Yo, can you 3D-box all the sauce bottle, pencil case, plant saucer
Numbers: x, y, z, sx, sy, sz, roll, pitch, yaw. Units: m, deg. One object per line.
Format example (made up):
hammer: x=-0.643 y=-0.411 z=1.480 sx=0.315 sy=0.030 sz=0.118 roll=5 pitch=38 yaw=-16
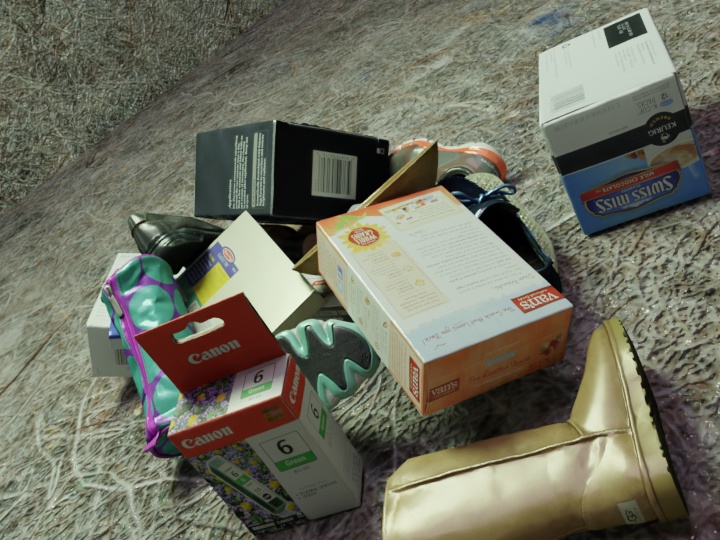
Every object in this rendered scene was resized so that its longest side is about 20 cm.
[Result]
sauce bottle: x=-0.123 y=-0.033 z=1.071 sx=0.197 sy=0.066 sz=0.065 roll=1 pitch=40 yaw=48
pencil case: x=-0.213 y=0.089 z=0.811 sx=0.085 sy=0.091 sz=0.203 roll=-40 pitch=63 yaw=27
plant saucer: x=0.013 y=-0.054 z=0.789 sx=0.199 sy=0.036 sz=0.200 roll=-41 pitch=5 yaw=4

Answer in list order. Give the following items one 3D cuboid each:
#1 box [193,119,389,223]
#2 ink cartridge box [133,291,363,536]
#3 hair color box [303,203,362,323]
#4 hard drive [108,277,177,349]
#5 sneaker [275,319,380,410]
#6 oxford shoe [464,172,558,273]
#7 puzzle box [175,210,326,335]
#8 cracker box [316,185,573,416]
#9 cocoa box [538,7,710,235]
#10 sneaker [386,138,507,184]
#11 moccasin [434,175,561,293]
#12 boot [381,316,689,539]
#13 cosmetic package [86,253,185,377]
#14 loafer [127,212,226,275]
box: x=-0.095 y=-0.124 z=1.036 sx=0.193 sy=0.121 sz=0.197 roll=1 pitch=2 yaw=-41
ink cartridge box: x=-0.087 y=0.121 z=0.607 sx=0.107 sy=0.202 sz=0.051 roll=-20 pitch=32 yaw=17
hair color box: x=0.000 y=0.000 z=0.885 sx=0.109 sy=0.065 sz=0.201 roll=-5 pitch=35 yaw=37
hard drive: x=-0.202 y=0.047 z=0.943 sx=0.194 sy=0.026 sz=0.133 roll=-3 pitch=28 yaw=-13
sneaker: x=-0.051 y=0.105 z=0.712 sx=0.196 sy=0.080 sz=0.139 roll=-23 pitch=-17 yaw=19
oxford shoe: x=0.148 y=-0.024 z=0.786 sx=0.073 sy=0.059 sz=0.202 roll=-10 pitch=41 yaw=-7
puzzle box: x=-0.132 y=0.025 z=0.856 sx=0.133 sy=0.025 sz=0.200 roll=-44 pitch=42 yaw=-1
cracker box: x=0.060 y=0.014 z=0.632 sx=0.131 sy=0.059 sz=0.201 roll=-16 pitch=38 yaw=-19
cocoa box: x=0.268 y=-0.159 z=0.800 sx=0.131 sy=0.133 sz=0.202 roll=-18 pitch=28 yaw=23
sneaker: x=0.089 y=-0.116 z=0.985 sx=0.197 sy=0.078 sz=0.083 roll=0 pitch=45 yaw=47
moccasin: x=0.130 y=-0.040 z=0.714 sx=0.079 sy=0.069 sz=0.201 roll=-24 pitch=44 yaw=-14
boot: x=0.113 y=0.125 z=0.549 sx=0.196 sy=0.067 sz=0.177 roll=-22 pitch=27 yaw=21
cosmetic package: x=-0.290 y=0.055 z=1.033 sx=0.109 sy=0.083 sz=0.201 roll=0 pitch=28 yaw=-8
loafer: x=-0.214 y=-0.041 z=0.955 sx=0.073 sy=0.072 sz=0.200 roll=-45 pitch=-11 yaw=8
